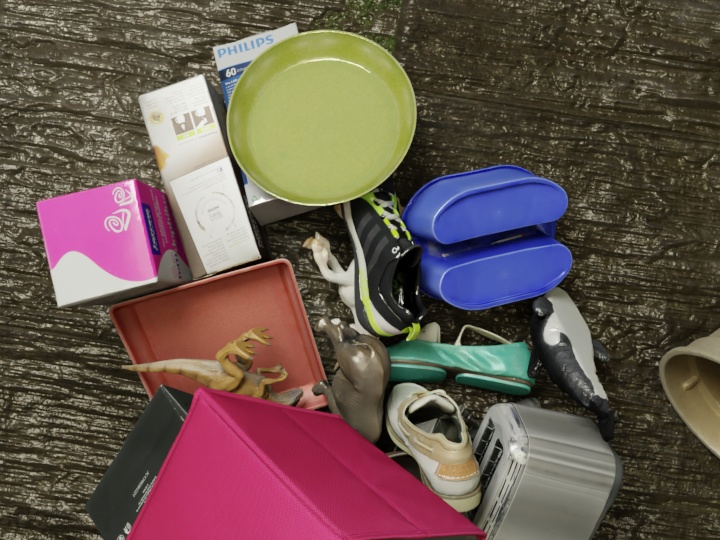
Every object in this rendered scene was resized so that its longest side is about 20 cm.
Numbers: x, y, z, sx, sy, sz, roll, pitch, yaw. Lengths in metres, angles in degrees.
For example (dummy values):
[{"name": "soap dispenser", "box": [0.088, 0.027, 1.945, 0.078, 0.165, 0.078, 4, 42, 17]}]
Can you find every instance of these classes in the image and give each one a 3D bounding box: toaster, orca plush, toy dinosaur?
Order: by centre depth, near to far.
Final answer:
[{"name": "toy dinosaur", "box": [-0.144, 0.110, 0.747, 0.197, 0.061, 0.107, 22, 116, -19]}, {"name": "toaster", "box": [0.185, 0.226, 0.755, 0.127, 0.114, 0.203, 15, 112, -11]}, {"name": "orca plush", "box": [0.217, 0.102, 0.764, 0.104, 0.202, 0.071, 22, 123, -31]}]

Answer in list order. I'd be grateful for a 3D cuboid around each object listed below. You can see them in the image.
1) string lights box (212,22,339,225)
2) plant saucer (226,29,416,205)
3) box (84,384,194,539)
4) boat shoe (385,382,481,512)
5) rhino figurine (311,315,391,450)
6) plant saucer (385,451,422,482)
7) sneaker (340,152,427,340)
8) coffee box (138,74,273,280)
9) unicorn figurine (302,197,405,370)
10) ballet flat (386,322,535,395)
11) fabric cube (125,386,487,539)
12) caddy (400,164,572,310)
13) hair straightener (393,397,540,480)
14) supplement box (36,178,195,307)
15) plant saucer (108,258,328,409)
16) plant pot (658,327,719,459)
[{"name": "string lights box", "box": [-0.092, -0.165, 0.792, 0.101, 0.059, 0.204, -15, 72, 1]}, {"name": "plant saucer", "box": [-0.040, -0.155, 0.738, 0.195, 0.031, 0.204, -1, 71, 3]}, {"name": "box", "box": [-0.144, 0.233, 0.730, 0.124, 0.199, 0.150, 33, 88, 40]}, {"name": "boat shoe", "box": [0.074, 0.157, 0.723, 0.073, 0.200, 0.070, -7, 109, -14]}, {"name": "rhino figurine", "box": [-0.008, 0.145, 0.776, 0.087, 0.059, 0.203, 32, 134, 35]}, {"name": "plant saucer", "box": [0.013, 0.278, 0.777, 0.197, 0.032, 0.204, -16, 122, -27]}, {"name": "sneaker", "box": [0.036, -0.029, 0.739, 0.071, 0.082, 0.204, -3, 83, -43]}, {"name": "coffee box", "box": [-0.168, -0.096, 0.792, 0.078, 0.114, 0.204, -18, 88, 1]}, {"name": "unicorn figurine", "box": [0.000, 0.000, 0.803, 0.137, 0.074, 0.200, 45, 83, -14]}, {"name": "ballet flat", "box": [0.103, 0.097, 0.817, 0.196, 0.068, 0.072, 6, 65, 1]}, {"name": "fabric cube", "box": [-0.055, 0.241, 0.581, 0.198, 0.199, 0.199, 31, 95, 41]}, {"name": "caddy", "box": [0.139, -0.039, 0.791, 0.196, 0.105, 0.144, -12, 104, -12]}, {"name": "hair straightener", "box": [0.115, 0.187, 0.820, 0.196, 0.041, 0.078, -20, 106, 6]}, {"name": "supplement box", "box": [-0.243, -0.023, 0.748, 0.101, 0.200, 0.103, -13, 89, 1]}, {"name": "plant saucer", "box": [-0.148, 0.088, 0.790, 0.196, 0.037, 0.203, -15, 120, 0]}, {"name": "plant pot", "box": [0.462, 0.107, 0.755, 0.183, 0.200, 0.202, -38, 89, -11]}]
